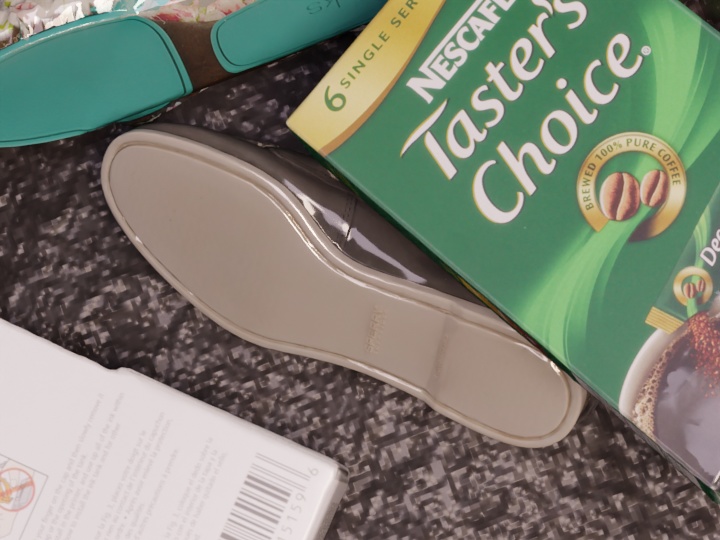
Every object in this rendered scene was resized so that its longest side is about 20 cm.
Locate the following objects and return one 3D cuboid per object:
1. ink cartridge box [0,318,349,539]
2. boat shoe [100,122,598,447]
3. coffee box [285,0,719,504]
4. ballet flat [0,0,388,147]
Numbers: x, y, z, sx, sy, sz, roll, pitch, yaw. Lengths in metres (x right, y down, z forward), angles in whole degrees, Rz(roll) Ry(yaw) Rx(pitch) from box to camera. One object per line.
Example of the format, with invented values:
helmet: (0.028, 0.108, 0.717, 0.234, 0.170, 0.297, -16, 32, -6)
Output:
ink cartridge box: (-0.122, 0.128, 0.937, 0.173, 0.044, 0.201, 24, 86, 7)
boat shoe: (0.000, 0.000, 0.944, 0.199, 0.057, 0.067, 28, 122, 10)
coffee box: (0.084, -0.031, 0.876, 0.200, 0.044, 0.123, 42, 92, 19)
ballet flat: (-0.068, -0.101, 0.956, 0.199, 0.076, 0.064, -17, 52, -2)
